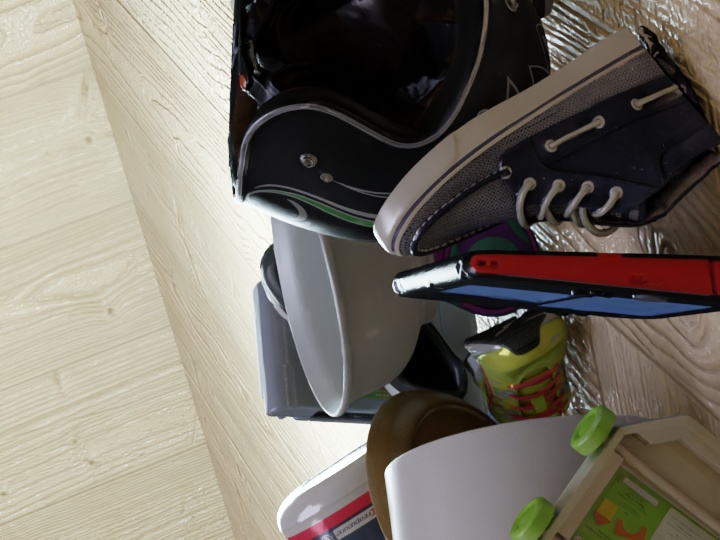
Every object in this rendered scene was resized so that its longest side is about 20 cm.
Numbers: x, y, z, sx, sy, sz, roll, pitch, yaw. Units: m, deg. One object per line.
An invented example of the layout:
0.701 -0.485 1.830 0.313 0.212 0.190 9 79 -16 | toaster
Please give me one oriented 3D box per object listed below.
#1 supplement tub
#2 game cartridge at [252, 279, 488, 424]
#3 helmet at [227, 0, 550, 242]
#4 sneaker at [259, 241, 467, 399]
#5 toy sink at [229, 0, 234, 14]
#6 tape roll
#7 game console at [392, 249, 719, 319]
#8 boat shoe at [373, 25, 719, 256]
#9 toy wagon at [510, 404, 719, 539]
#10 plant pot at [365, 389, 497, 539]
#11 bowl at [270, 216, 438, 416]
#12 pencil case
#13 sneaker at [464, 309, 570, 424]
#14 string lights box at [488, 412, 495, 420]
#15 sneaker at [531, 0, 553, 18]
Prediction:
0.041 0.230 1.638 0.200 0.140 0.140 57 167 0 | supplement tub
0.010 0.060 1.752 0.040 0.199 0.134 -45 47 53 | game cartridge
0.018 -0.111 1.301 0.200 0.190 0.201 -179 90 -83 | helmet
0.011 0.038 1.680 0.200 0.075 0.085 36 168 -10 | sneaker
-0.008 -0.186 1.612 0.200 0.130 0.112 174 75 -76 | toy sink
0.123 0.189 1.434 0.203 0.202 0.140 105 159 -69 | tape roll
0.124 0.010 1.282 0.200 0.176 0.031 160 110 -77 | game console
0.110 -0.050 1.200 0.093 0.200 0.075 52 175 23 | boat shoe
0.165 0.186 1.307 0.155 0.200 0.040 38 169 -8 | toy wagon
0.083 0.175 1.587 0.027 0.200 0.201 -32 75 33 | plant pot
0.000 0.000 1.563 0.201 0.090 0.202 167 90 -78 | bowl
0.069 -0.015 1.651 0.200 0.092 0.085 -164 91 -73 | pencil case
0.129 0.082 1.605 0.200 0.078 0.091 75 172 -78 | sneaker
0.096 0.163 1.792 0.200 0.102 0.059 -142 36 -67 | string lights box
0.042 -0.226 1.376 0.078 0.112 0.200 88 157 -57 | sneaker
